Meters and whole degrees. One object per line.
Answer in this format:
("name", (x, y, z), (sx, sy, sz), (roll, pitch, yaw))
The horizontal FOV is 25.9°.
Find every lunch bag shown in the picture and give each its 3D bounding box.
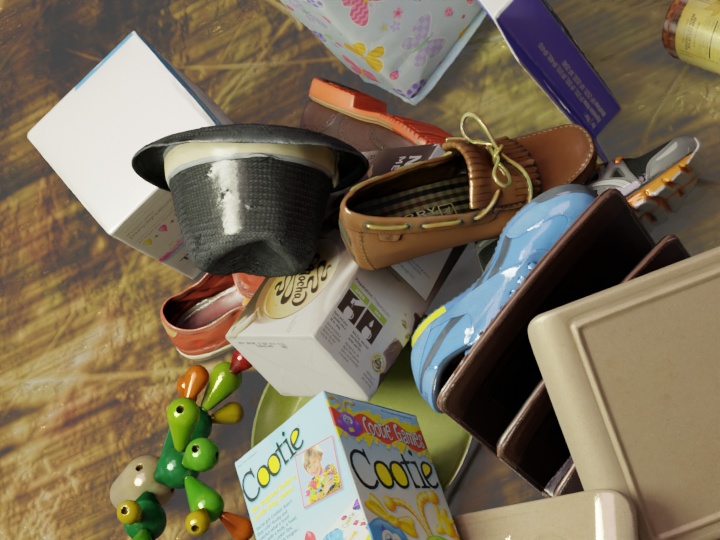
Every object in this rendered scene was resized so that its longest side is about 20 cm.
("lunch bag", (0.038, -0.274, 1.338), (0.200, 0.170, 0.127), (-53, 40, -6))

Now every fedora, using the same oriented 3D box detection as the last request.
("fedora", (-0.084, -0.044, 1.186), (0.200, 0.200, 0.092), (-5, 77, 28))

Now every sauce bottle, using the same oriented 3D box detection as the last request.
("sauce bottle", (0.326, -0.164, 1.189), (0.200, 0.066, 0.066), (26, 80, 35))

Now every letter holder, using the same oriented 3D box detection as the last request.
("letter holder", (0.168, 0.062, 1.111), (0.200, 0.142, 0.101), (-51, 53, -2))

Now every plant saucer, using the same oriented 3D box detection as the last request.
("plant saucer", (0.006, 0.125, 1.244), (0.200, 0.031, 0.200), (-13, 60, 23))

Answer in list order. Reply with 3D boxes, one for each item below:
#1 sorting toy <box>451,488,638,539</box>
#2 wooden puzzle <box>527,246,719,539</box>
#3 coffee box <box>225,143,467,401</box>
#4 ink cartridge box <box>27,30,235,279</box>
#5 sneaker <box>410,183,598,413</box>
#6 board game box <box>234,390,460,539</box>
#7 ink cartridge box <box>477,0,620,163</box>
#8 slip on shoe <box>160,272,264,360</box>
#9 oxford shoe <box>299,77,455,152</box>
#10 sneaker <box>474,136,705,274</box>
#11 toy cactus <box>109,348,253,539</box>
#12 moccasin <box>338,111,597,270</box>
("sorting toy", (0.114, 0.254, 1.075), (0.200, 0.036, 0.186), (-19, 65, 45))
("wooden puzzle", (0.234, 0.084, 1.056), (0.200, 0.037, 0.185), (-20, 93, 4))
("coffee box", (0.000, 0.000, 1.235), (0.113, 0.080, 0.200), (-2, 47, 50))
("ink cartridge box", (-0.166, -0.092, 1.366), (0.129, 0.200, 0.125), (-44, 69, 4))
("sneaker", (0.112, 0.026, 1.142), (0.200, 0.066, 0.079), (-49, 27, 24))
("board game box", (0.003, 0.203, 1.107), (0.105, 0.103, 0.200), (-40, 51, 28))
("ink cartridge box", (0.134, -0.190, 1.230), (0.043, 0.198, 0.200), (-36, 54, 12))
("slip on shoe", (-0.084, 0.012, 1.337), (0.200, 0.061, 0.074), (-27, 53, 14))
("oxford shoe", (0.024, -0.099, 1.339), (0.200, 0.071, 0.073), (31, 104, 41))
("sneaker", (0.171, -0.049, 1.201), (0.200, 0.078, 0.077), (-33, 68, 12))
("toy cactus", (-0.148, 0.165, 1.273), (0.165, 0.102, 0.200), (-32, 39, 51))
("moccasin", (0.079, -0.066, 1.150), (0.201, 0.078, 0.074), (-14, 56, -6))
